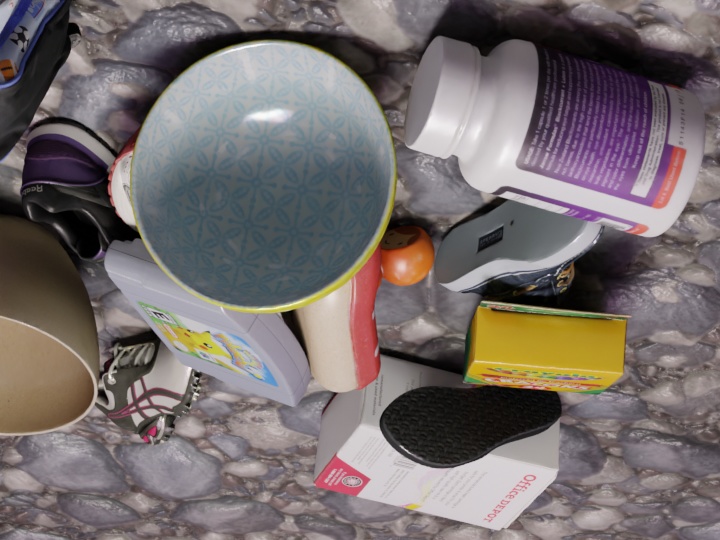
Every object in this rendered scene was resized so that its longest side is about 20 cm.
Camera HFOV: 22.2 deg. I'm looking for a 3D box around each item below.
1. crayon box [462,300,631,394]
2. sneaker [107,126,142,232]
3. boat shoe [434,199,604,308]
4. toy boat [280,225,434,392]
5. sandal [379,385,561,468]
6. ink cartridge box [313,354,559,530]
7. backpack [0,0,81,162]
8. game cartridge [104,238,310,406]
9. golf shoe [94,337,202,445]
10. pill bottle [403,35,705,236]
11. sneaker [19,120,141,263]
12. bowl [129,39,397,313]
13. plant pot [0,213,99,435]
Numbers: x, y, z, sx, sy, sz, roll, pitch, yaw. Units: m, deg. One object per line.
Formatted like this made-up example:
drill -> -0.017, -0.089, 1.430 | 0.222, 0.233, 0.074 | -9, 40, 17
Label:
crayon box -> 0.153, 0.067, 1.548 | 0.126, 0.051, 0.200 | 5, 170, 2
sneaker -> -0.125, -0.041, 1.453 | 0.082, 0.078, 0.200 | 17, 155, 41
boat shoe -> 0.150, -0.017, 1.472 | 0.090, 0.071, 0.200 | 20, 159, -28
toy boat -> 0.000, 0.000, 1.507 | 0.130, 0.131, 0.201 | -23, 147, -11
sandal -> 0.097, 0.140, 1.650 | 0.199, 0.076, 0.048 | -7, 155, -37
ink cartridge box -> 0.071, 0.164, 1.739 | 0.198, 0.086, 0.148 | 14, 147, -15
backpack -> -0.297, -0.174, 1.222 | 0.189, 0.201, 0.155 | 14, 127, 3
game cartridge -> -0.115, 0.046, 1.484 | 0.132, 0.041, 0.200 | 14, 158, 25
golf shoe -> -0.193, 0.097, 1.695 | 0.087, 0.078, 0.200 | 23, 142, -12
pill bottle -> 0.137, -0.101, 1.321 | 0.198, 0.112, 0.112 | 15, 145, -14
sneaker -> -0.197, -0.032, 1.492 | 0.075, 0.088, 0.199 | -26, 135, 38
bowl -> -0.063, -0.059, 1.368 | 0.198, 0.202, 0.108 | 0, 168, 9
plant pot -> -0.311, 0.033, 1.562 | 0.198, 0.135, 0.201 | 4, 145, 3
